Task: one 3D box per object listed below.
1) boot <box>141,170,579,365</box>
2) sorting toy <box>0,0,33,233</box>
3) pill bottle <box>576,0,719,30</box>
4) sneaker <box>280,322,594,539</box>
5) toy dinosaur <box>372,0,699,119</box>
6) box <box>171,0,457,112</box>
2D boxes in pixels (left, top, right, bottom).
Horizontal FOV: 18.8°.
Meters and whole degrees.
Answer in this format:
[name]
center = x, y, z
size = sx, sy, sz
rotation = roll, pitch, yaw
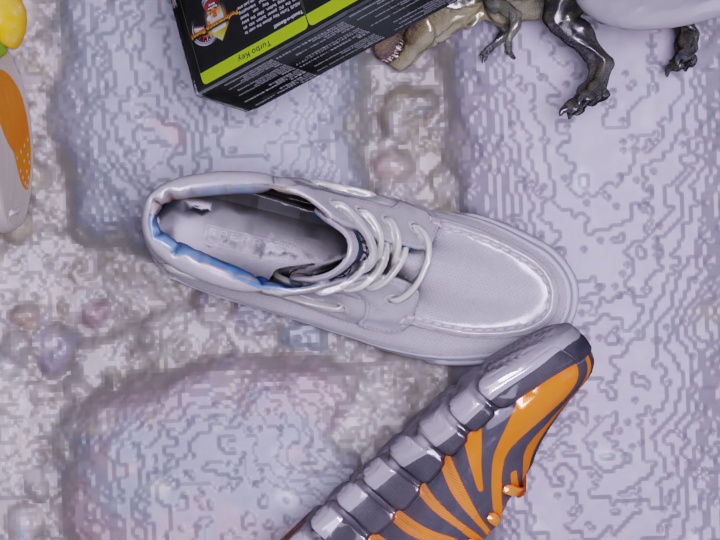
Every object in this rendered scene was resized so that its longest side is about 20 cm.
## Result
[boot]
center = 0.000, 0.000, 0.956
size = 0.200, 0.096, 0.074
rotation = 9, 90, 0
[sorting toy]
center = -0.229, -0.102, 0.916
size = 0.200, 0.180, 0.107
rotation = 23, 90, 0
[pill bottle]
center = 0.121, -0.213, 0.930
size = 0.116, 0.116, 0.200
rotation = -15, 72, 0
[sneaker]
center = 0.049, 0.118, 0.962
size = 0.200, 0.078, 0.112
rotation = -43, 89, 17
[toy dinosaur]
center = 0.107, -0.122, 0.983
size = 0.200, 0.047, 0.088
rotation = -25, 83, -3
[box]
center = -0.006, -0.194, 0.916
size = 0.200, 0.048, 0.193
rotation = -26, 71, 27
